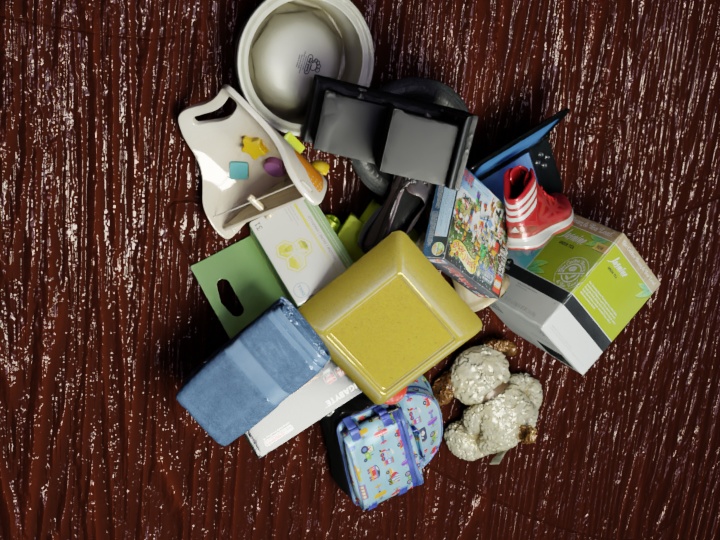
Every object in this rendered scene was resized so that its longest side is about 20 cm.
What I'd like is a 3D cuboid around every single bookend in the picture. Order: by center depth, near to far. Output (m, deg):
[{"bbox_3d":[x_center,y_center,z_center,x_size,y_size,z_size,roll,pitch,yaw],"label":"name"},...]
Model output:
[{"bbox_3d":[0.028,-0.178,1.157,0.198,0.199,0.093,13,102,-5],"label":"bookend"}]

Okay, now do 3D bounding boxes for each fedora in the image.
[{"bbox_3d":[0.061,-0.199,1.338,0.199,0.092,0.202,-12,119,-22],"label":"fedora"}]

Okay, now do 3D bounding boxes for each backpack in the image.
[{"bbox_3d":[0.049,0.262,1.468,0.198,0.134,0.184,-18,113,-20],"label":"backpack"}]

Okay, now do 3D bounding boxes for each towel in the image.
[{"bbox_3d":[-0.144,0.138,1.240,0.200,0.049,0.112,-40,94,7],"label":"towel"}]

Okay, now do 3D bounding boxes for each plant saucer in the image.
[{"bbox_3d":[0.041,0.079,1.264,0.200,0.049,0.200,-39,112,11],"label":"plant saucer"}]

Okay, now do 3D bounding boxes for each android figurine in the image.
[{"bbox_3d":[0.000,0.000,1.373,0.181,0.041,0.201,33,99,-5],"label":"android figurine"}]

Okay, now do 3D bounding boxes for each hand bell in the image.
[{"bbox_3d":[0.144,-0.042,1.445,0.104,0.104,0.201,-36,110,-10],"label":"hand bell"}]

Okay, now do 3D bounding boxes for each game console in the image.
[{"bbox_3d":[0.243,-0.140,1.435,0.199,0.116,0.177,-31,117,-13],"label":"game console"}]

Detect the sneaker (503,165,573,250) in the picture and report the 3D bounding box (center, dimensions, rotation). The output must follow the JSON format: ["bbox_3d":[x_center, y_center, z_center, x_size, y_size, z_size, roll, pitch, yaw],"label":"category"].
[{"bbox_3d":[0.276,-0.114,1.413,0.200,0.078,0.117,-41,127,-56],"label":"sneaker"}]

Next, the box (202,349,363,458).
[{"bbox_3d":[-0.104,0.147,1.322,0.199,0.046,0.160,-30,97,-16],"label":"box"}]

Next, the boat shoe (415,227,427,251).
[{"bbox_3d":[0.080,0.030,1.439,0.066,0.074,0.202,-4,109,-18],"label":"boat shoe"}]

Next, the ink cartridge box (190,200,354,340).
[{"bbox_3d":[-0.122,-0.002,1.301,0.199,0.048,0.146,-27,72,-16],"label":"ink cartridge box"}]

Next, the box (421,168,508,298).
[{"bbox_3d":[0.162,-0.052,1.340,0.200,0.037,0.138,30,68,-54],"label":"box"}]

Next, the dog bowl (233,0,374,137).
[{"bbox_3d":[-0.084,-0.288,1.256,0.198,0.074,0.202,-8,109,-23],"label":"dog bowl"}]

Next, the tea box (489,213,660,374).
[{"bbox_3d":[0.330,0.025,1.483,0.197,0.200,0.134,-48,120,-5],"label":"tea box"}]

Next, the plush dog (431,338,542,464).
[{"bbox_3d":[0.214,0.208,1.536,0.199,0.160,0.172,-36,95,-10],"label":"plush dog"}]

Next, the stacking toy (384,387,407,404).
[{"bbox_3d":[0.044,0.102,1.338,0.085,0.085,0.202,-10,110,-22],"label":"stacking toy"}]

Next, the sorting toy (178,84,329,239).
[{"bbox_3d":[-0.153,-0.158,1.222,0.180,0.199,0.107,50,49,-23],"label":"sorting toy"}]

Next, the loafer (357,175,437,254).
[{"bbox_3d":[0.071,-0.097,1.298,0.072,0.063,0.201,25,102,-34],"label":"loafer"}]

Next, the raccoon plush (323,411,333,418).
[{"bbox_3d":[-0.077,0.129,1.398,0.134,0.097,0.201,39,79,-22],"label":"raccoon plush"}]
